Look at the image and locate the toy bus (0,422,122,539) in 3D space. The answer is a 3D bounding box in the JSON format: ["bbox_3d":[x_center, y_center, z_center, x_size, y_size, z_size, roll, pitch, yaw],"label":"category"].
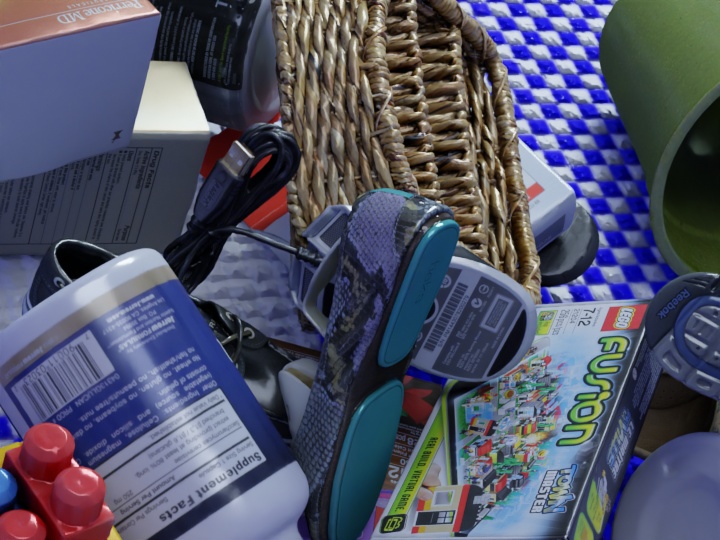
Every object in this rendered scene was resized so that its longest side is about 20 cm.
[{"bbox_3d":[-0.146,0.171,0.941,0.135,0.192,0.200,-17,57,-36],"label":"toy bus"}]

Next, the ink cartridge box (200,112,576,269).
[{"bbox_3d":[0.012,-0.060,1.296,0.162,0.050,0.200,-36,69,-19],"label":"ink cartridge box"}]

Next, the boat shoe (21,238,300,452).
[{"bbox_3d":[-0.091,0.045,1.124,0.199,0.057,0.069,24,43,2],"label":"boat shoe"}]

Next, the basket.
[{"bbox_3d":[0.027,-0.082,1.203,0.148,0.143,0.201,-4,59,0],"label":"basket"}]

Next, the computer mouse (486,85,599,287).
[{"bbox_3d":[0.070,-0.061,1.354,0.199,0.046,0.141,21,59,11],"label":"computer mouse"}]

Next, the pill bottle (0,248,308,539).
[{"bbox_3d":[-0.095,0.099,1.039,0.111,0.111,0.200,-30,85,-40],"label":"pill bottle"}]

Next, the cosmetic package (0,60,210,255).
[{"bbox_3d":[-0.199,-0.067,1.216,0.199,0.105,0.071,0,46,-24],"label":"cosmetic package"}]

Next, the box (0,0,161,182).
[{"bbox_3d":[-0.222,-0.151,1.145,0.124,0.098,0.200,-19,53,-37],"label":"box"}]

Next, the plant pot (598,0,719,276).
[{"bbox_3d":[0.252,-0.116,1.411,0.199,0.201,0.190,0,34,-22],"label":"plant pot"}]

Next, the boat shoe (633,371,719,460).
[{"bbox_3d":[0.186,0.089,1.225,0.199,0.074,0.063,12,7,-12],"label":"boat shoe"}]

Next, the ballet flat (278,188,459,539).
[{"bbox_3d":[-0.005,0.047,1.075,0.072,0.201,0.072,15,21,-6],"label":"ballet flat"}]

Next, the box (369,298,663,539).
[{"bbox_3d":[0.089,0.089,1.097,0.110,0.035,0.200,-5,33,26],"label":"box"}]

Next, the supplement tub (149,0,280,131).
[{"bbox_3d":[-0.139,-0.171,1.313,0.199,0.123,0.123,18,42,15],"label":"supplement tub"}]

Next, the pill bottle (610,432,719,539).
[{"bbox_3d":[0.241,0.160,1.130,0.199,0.113,0.114,17,38,-39],"label":"pill bottle"}]

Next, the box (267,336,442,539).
[{"bbox_3d":[-0.056,0.099,1.157,0.199,0.039,0.137,15,45,-8],"label":"box"}]

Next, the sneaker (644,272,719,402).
[{"bbox_3d":[0.236,0.063,1.085,0.200,0.075,0.087,35,1,-1],"label":"sneaker"}]

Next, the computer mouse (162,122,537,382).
[{"bbox_3d":[0.000,0.000,1.108,0.199,0.110,0.044,24,21,-12],"label":"computer mouse"}]
